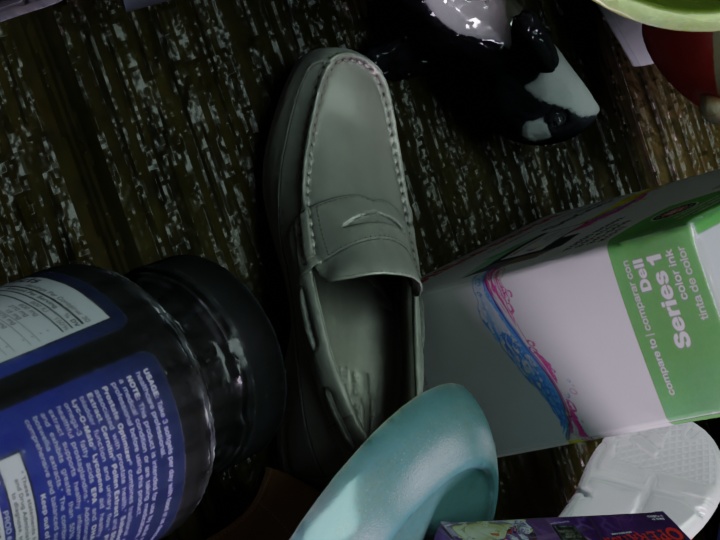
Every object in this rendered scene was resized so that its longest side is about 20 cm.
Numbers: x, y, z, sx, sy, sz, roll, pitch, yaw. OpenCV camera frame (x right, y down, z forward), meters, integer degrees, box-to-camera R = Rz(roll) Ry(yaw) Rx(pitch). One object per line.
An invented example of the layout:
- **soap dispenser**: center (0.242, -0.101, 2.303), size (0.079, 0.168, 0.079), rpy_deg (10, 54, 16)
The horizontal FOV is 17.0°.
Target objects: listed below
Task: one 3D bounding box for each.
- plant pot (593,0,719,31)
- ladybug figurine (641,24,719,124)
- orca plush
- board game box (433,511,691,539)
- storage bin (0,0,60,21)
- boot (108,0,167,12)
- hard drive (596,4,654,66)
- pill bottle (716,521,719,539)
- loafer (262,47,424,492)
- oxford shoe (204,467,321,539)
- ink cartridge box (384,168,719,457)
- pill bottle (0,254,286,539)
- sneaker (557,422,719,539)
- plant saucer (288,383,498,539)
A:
- **plant pot**: center (0.111, -0.215, 1.070), size (0.200, 0.190, 0.200), rpy_deg (-4, 102, -20)
- **ladybug figurine**: center (0.183, -0.163, 1.176), size (0.136, 0.072, 0.200), rpy_deg (71, 32, -61)
- **orca plush**: center (0.029, -0.112, 1.077), size (0.071, 0.105, 0.200), rpy_deg (-44, 139, 1)
- **board game box**: center (0.052, 0.189, 0.988), size (0.120, 0.032, 0.200), rpy_deg (3, 119, -32)
- **storage bin**: center (-0.141, -0.195, 0.887), size (0.094, 0.135, 0.200), rpy_deg (36, 60, -34)
- **boot**: center (-0.042, -0.207, 0.979), size (0.168, 0.076, 0.200), rpy_deg (-8, 70, -2)
- **hard drive**: center (0.128, -0.222, 1.220), size (0.132, 0.027, 0.200), rpy_deg (-49, 115, -36)
- **pill bottle**: center (0.239, 0.117, 1.205), size (0.112, 0.112, 0.200), rpy_deg (31, 63, -35)
- **loafer**: center (0.000, 0.000, 1.028), size (0.070, 0.070, 0.200), rpy_deg (2, 80, -34)
- **oxford shoe**: center (-0.073, 0.157, 0.951), size (0.071, 0.071, 0.200), rpy_deg (40, 52, 1)
- **ink cartridge box**: center (0.123, 0.014, 1.056), size (0.145, 0.200, 0.084), rpy_deg (-25, 97, -43)
- **pill bottle**: center (-0.125, 0.063, 0.874), size (0.200, 0.112, 0.112), rpy_deg (-23, 98, -43)
- **sneaker**: center (0.091, 0.154, 1.086), size (0.200, 0.082, 0.077), rpy_deg (-39, 67, -19)
- **plant saucer**: center (0.002, 0.138, 0.948), size (0.200, 0.027, 0.200), rpy_deg (-50, 157, -30)
